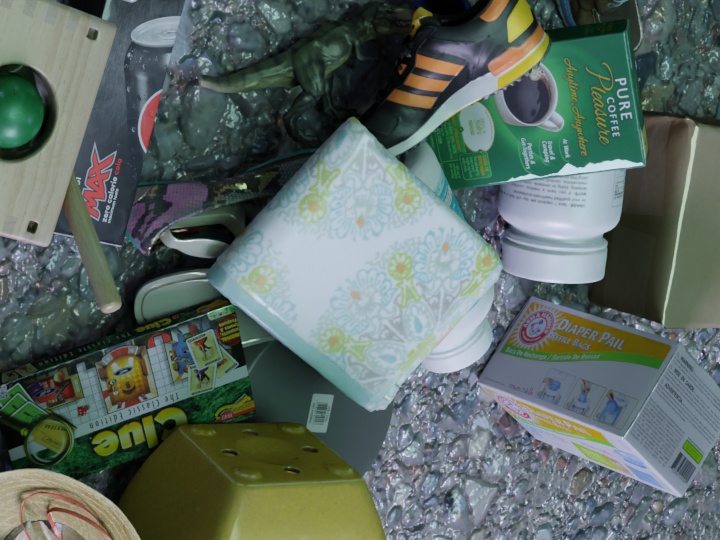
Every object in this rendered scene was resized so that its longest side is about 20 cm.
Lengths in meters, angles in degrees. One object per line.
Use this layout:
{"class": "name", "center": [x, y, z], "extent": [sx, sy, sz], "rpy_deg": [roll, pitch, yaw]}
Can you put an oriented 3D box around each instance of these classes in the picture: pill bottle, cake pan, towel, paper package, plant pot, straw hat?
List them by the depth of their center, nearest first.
{"class": "straw hat", "center": [-0.234, 0.223, 1.356], "extent": [0.085, 0.200, 0.202], "rpy_deg": [-65, 150, -66]}
{"class": "plant pot", "center": [-0.087, 0.231, 1.381], "extent": [0.193, 0.195, 0.201], "rpy_deg": [1, 109, -32]}
{"class": "towel", "center": [0.000, 0.000, 1.395], "extent": [0.171, 0.048, 0.200], "rpy_deg": [-49, 121, 1]}
{"class": "pill bottle", "center": [0.046, -0.008, 1.501], "extent": [0.111, 0.111, 0.201], "rpy_deg": [-42, 124, -22]}
{"class": "cake pan", "center": [-0.048, 0.119, 1.510], "extent": [0.199, 0.037, 0.202], "rpy_deg": [-12, 109, -36]}
{"class": "pill bottle", "center": [0.182, -0.096, 1.582], "extent": [0.113, 0.113, 0.201], "rpy_deg": [-4, 105, -37]}
{"class": "paper package", "center": [0.334, -0.050, 1.723], "extent": [0.190, 0.103, 0.201], "rpy_deg": [1, 101, -38]}

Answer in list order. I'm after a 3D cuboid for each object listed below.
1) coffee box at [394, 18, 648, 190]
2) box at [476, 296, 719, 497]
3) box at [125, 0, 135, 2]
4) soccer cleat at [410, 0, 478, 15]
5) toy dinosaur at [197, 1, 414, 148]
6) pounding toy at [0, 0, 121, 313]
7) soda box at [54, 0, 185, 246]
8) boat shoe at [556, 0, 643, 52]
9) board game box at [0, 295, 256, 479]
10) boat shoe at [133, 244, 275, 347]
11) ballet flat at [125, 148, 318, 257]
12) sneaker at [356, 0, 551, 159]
{"class": "coffee box", "center": [0.139, -0.138, 1.493], "extent": [0.044, 0.199, 0.124], "rpy_deg": [-61, 141, -63]}
{"class": "box", "center": [0.222, 0.113, 1.616], "extent": [0.112, 0.200, 0.102], "rpy_deg": [43, 75, -35]}
{"class": "box", "center": [-0.217, -0.315, 1.168], "extent": [0.199, 0.171, 0.201], "rpy_deg": [29, 84, -39]}
{"class": "soccer cleat", "center": [0.056, -0.276, 1.444], "extent": [0.084, 0.064, 0.201], "rpy_deg": [-40, 115, -41]}
{"class": "toy dinosaur", "center": [-0.040, -0.154, 1.439], "extent": [0.199, 0.047, 0.089], "rpy_deg": [-26, 114, -25]}
{"class": "pounding toy", "center": [-0.242, -0.094, 1.192], "extent": [0.142, 0.200, 0.185], "rpy_deg": [16, 92, -40]}
{"class": "soda box", "center": [-0.194, -0.124, 1.310], "extent": [0.070, 0.063, 0.201], "rpy_deg": [11, 96, -39]}
{"class": "boat shoe", "center": [0.216, -0.269, 1.587], "extent": [0.072, 0.072, 0.200], "rpy_deg": [-46, 126, -19]}
{"class": "board game box", "center": [-0.183, 0.098, 1.371], "extent": [0.199, 0.023, 0.105], "rpy_deg": [-20, 121, -17]}
{"class": "boat shoe", "center": [-0.093, 0.016, 1.427], "extent": [0.199, 0.062, 0.075], "rpy_deg": [-6, 121, -22]}
{"class": "ballet flat", "center": [-0.100, -0.045, 1.398], "extent": [0.199, 0.069, 0.071], "rpy_deg": [-13, 66, -34]}
{"class": "sneaker", "center": [0.051, -0.165, 1.425], "extent": [0.199, 0.070, 0.090], "rpy_deg": [-31, 111, 9]}
